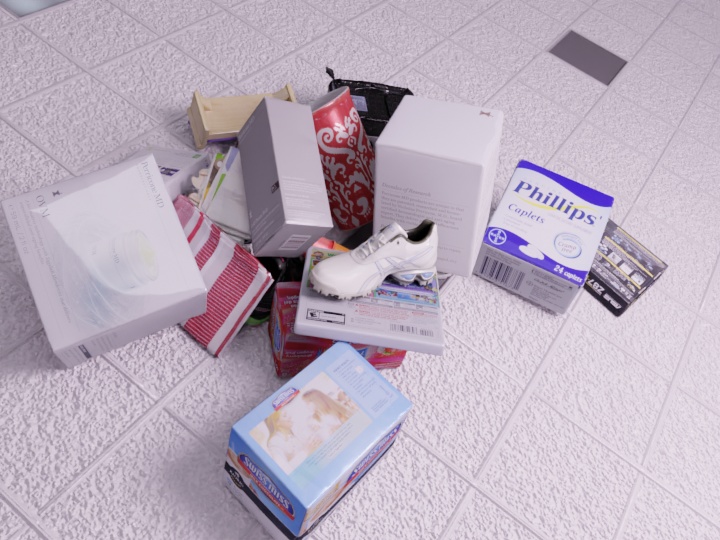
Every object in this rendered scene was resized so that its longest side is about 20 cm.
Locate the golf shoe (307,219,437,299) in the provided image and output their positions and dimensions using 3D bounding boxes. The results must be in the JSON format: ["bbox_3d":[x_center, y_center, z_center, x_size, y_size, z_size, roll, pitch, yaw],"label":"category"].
[{"bbox_3d":[0.020,-0.025,0.936,0.196,0.099,0.078,-13,41,-30],"label":"golf shoe"}]

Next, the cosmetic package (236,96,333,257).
[{"bbox_3d":[-0.112,-0.132,0.994,0.088,0.106,0.205,1,65,-36],"label":"cosmetic package"}]

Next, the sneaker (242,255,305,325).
[{"bbox_3d":[-0.122,-0.003,1.052,0.075,0.085,0.201,26,47,5],"label":"sneaker"}]

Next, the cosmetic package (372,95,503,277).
[{"bbox_3d":[0.119,-0.133,1.070,0.162,0.204,0.169,13,40,14],"label":"cosmetic package"}]

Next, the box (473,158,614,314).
[{"bbox_3d":[0.313,-0.062,1.196,0.181,0.106,0.202,24,61,11],"label":"box"}]

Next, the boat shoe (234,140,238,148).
[{"bbox_3d":[-0.172,-0.161,1.188,0.070,0.065,0.202,-9,54,-26],"label":"boat shoe"}]

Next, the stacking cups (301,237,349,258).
[{"bbox_3d":[0.000,0.000,1.077,0.197,0.061,0.061,29,45,-11],"label":"stacking cups"}]

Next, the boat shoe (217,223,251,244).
[{"bbox_3d":[-0.237,-0.057,1.071,0.194,0.073,0.069,5,47,-10],"label":"boat shoe"}]

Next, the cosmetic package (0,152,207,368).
[{"bbox_3d":[-0.326,-0.013,0.902,0.196,0.123,0.203,-22,80,-20],"label":"cosmetic package"}]

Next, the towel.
[{"bbox_3d":[-0.232,0.005,0.989,0.199,0.145,0.023,39,6,17],"label":"towel"}]

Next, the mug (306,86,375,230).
[{"bbox_3d":[-0.051,-0.176,1.161,0.203,0.174,0.134,61,27,-20],"label":"mug"}]

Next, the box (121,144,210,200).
[{"bbox_3d":[-0.349,-0.133,1.089,0.142,0.037,0.200,13,40,30],"label":"box"}]

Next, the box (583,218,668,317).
[{"bbox_3d":[0.451,-0.028,1.290,0.160,0.050,0.200,-31,64,-34],"label":"box"}]

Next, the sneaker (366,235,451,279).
[{"bbox_3d":[0.097,-0.042,1.168,0.195,0.079,0.101,-3,47,-22],"label":"sneaker"}]

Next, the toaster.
[{"bbox_3d":[0.018,-0.270,1.311,0.176,0.120,0.203,4,48,-16],"label":"toaster"}]

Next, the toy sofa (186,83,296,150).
[{"bbox_3d":[-0.214,-0.275,1.273,0.196,0.098,0.085,-12,74,-28],"label":"toy sofa"}]

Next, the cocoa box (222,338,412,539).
[{"bbox_3d":[-0.053,0.211,0.853,0.133,0.133,0.199,40,49,18],"label":"cocoa box"}]

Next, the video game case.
[{"bbox_3d":[0.014,0.037,0.951,0.194,0.022,0.184,9,34,-4],"label":"video game case"}]

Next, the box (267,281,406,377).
[{"bbox_3d":[-0.028,0.081,0.998,0.195,0.101,0.097,-2,48,-20],"label":"box"}]

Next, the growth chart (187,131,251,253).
[{"bbox_3d":[-0.186,-0.122,1.058,0.142,0.018,0.203,28,70,2],"label":"growth chart"}]
